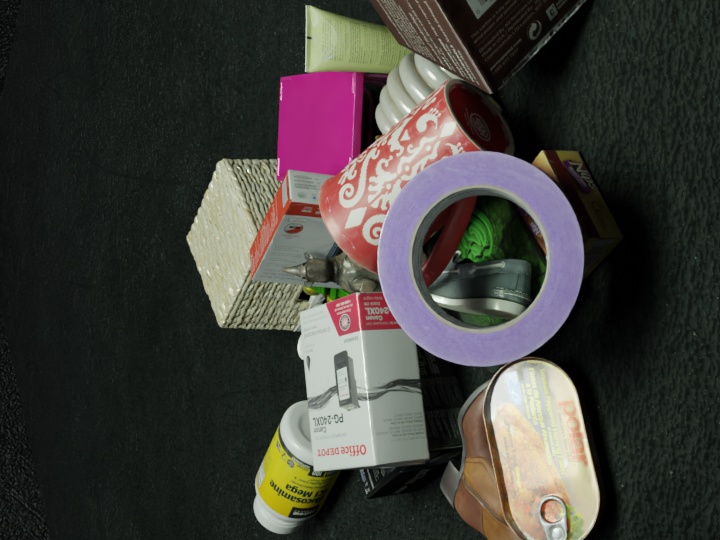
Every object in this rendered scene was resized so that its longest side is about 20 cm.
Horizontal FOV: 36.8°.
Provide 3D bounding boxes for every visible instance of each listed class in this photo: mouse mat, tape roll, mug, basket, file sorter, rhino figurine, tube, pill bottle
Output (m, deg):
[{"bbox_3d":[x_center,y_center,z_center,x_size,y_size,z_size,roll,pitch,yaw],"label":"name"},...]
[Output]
[{"bbox_3d":[0.140,-0.005,1.202,0.162,0.007,0.202,-62,39,40],"label":"mouse mat"},{"bbox_3d":[0.118,-0.011,1.053,0.085,0.196,0.204,9,-102,-80],"label":"tape roll"},{"bbox_3d":[0.076,-0.088,1.187,0.200,0.133,0.179,-41,76,33],"label":"mug"},{"bbox_3d":[-0.144,-0.037,1.636,0.199,0.159,0.202,-59,46,41],"label":"basket"},{"bbox_3d":[-0.011,-0.186,1.437,0.199,0.124,0.142,9,98,58],"label":"file sorter"},{"bbox_3d":[0.000,0.000,1.336,0.087,0.196,0.061,-141,50,-79],"label":"rhino figurine"},{"bbox_3d":[0.017,-0.271,1.315,0.052,0.197,0.059,-58,46,39],"label":"tube"},{"bbox_3d":[-0.092,0.298,1.606,0.113,0.111,0.202,60,140,38],"label":"pill bottle"}]

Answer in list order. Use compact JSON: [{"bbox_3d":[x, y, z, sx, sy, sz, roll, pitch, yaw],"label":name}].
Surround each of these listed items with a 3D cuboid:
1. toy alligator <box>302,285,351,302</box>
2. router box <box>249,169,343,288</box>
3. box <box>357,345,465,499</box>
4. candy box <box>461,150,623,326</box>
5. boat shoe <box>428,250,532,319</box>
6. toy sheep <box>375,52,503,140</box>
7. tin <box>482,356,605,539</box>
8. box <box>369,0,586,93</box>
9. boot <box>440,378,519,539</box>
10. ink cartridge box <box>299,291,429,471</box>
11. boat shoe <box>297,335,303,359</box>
[{"bbox_3d":[-0.018,0.018,1.501,0.198,0.054,0.060,27,137,19],"label":"toy alligator"},{"bbox_3d":[-0.024,-0.045,1.377,0.180,0.197,0.050,122,146,-51],"label":"router box"},{"bbox_3d":[0.049,0.166,1.388,0.164,0.085,0.203,-49,51,47],"label":"box"},{"bbox_3d":[0.189,-0.020,1.178,0.201,0.056,0.118,-57,45,45],"label":"candy box"},{"bbox_3d":[0.116,0.013,1.181,0.199,0.072,0.063,8,82,58],"label":"boat shoe"},{"bbox_3d":[0.089,-0.199,1.274,0.201,0.136,0.139,-51,48,28],"label":"toy sheep"},{"bbox_3d":[0.196,0.193,1.148,0.111,0.042,0.204,-17,74,30],"label":"tin"},{"bbox_3d":[0.107,-0.325,1.141,0.166,0.164,0.200,-45,39,-3],"label":"box"},{"bbox_3d":[0.177,0.243,1.201,0.200,0.068,0.191,45,121,44],"label":"boot"},{"bbox_3d":[0.002,0.138,1.305,0.145,0.082,0.204,-20,73,55],"label":"ink cartridge box"},{"bbox_3d":[-0.054,0.092,1.574,0.199,0.068,0.072,-34,65,55],"label":"boat shoe"}]
